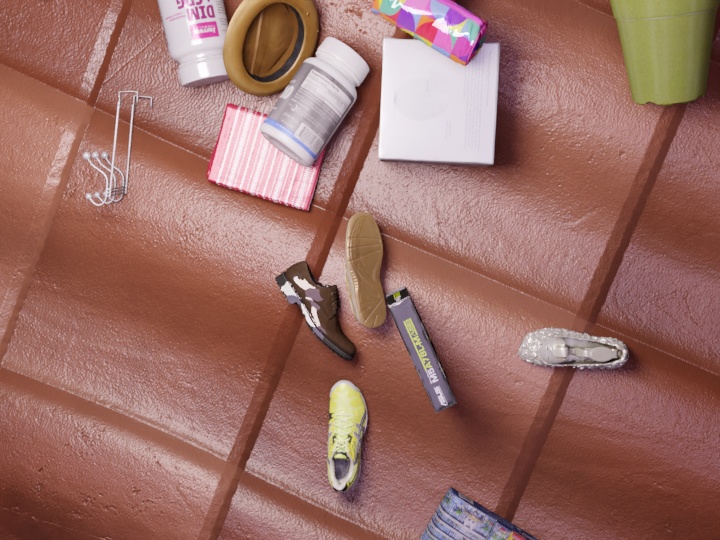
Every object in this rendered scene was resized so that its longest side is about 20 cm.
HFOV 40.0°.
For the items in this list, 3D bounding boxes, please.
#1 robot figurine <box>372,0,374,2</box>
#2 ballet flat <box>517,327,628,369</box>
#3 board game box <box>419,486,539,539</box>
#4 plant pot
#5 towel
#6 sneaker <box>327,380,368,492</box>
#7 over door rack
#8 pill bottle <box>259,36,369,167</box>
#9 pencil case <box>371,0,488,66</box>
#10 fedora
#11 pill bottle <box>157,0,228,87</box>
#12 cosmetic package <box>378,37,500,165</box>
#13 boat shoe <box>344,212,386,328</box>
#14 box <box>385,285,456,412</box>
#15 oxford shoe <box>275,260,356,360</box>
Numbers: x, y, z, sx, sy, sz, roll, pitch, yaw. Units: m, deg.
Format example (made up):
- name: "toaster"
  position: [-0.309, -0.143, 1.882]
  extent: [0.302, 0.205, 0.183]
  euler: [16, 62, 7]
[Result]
- name: "robot figurine"
  position: [0.108, -0.513, 1.682]
  extent: [0.200, 0.144, 0.116]
  euler: [-47, 126, 6]
- name: "ballet flat"
  position: [0.380, 0.140, 1.750]
  extent: [0.196, 0.072, 0.073]
  euler: [2, 95, 3]
- name: "board game box"
  position: [0.199, 0.535, 1.795]
  extent: [0.198, 0.062, 0.202]
  euler: [29, 95, 0]
- name: "plant pot"
  position: [0.513, -0.382, 1.653]
  extent: [0.196, 0.200, 0.194]
  euler: [-7, 108, 3]
- name: "towel"
  position: [-0.167, -0.203, 1.769]
  extent: [0.196, 0.022, 0.147]
  euler: [17, 94, -1]
- name: "sneaker"
  position: [-0.024, 0.301, 1.778]
  extent: [0.074, 0.076, 0.204]
  euler: [-2, 94, 5]
- name: "over door rack"
  position: [-0.428, -0.218, 1.719]
  extent: [0.065, 0.148, 0.204]
  euler: [18, 96, -4]
- name: "pill bottle"
  position: [-0.076, -0.292, 1.703]
  extent: [0.113, 0.114, 0.202]
  euler: [34, 85, -1]
- name: "pencil case"
  position: [0.110, -0.411, 1.591]
  extent: [0.198, 0.088, 0.089]
  euler: [31, 96, 4]
- name: "fedora"
  position: [-0.166, -0.406, 1.705]
  extent: [0.202, 0.200, 0.082]
  euler: [-52, 47, 5]
- name: "pill bottle"
  position: [-0.286, -0.428, 1.709]
  extent: [0.111, 0.113, 0.204]
  euler: [-12, 95, 4]
- name: "cosmetic package"
  position: [0.133, -0.285, 1.696]
  extent: [0.196, 0.123, 0.204]
  euler: [3, 94, 3]
- name: "boat shoe"
  position: [0.000, 0.000, 1.753]
  extent: [0.072, 0.069, 0.204]
  euler: [-4, 90, -21]
- name: "box"
  position: [0.102, 0.129, 1.696]
  extent: [0.047, 0.200, 0.196]
  euler: [-22, 94, 2]
- name: "oxford shoe"
  position: [-0.063, 0.070, 1.762]
  extent: [0.084, 0.073, 0.201]
  euler: [-36, 92, 3]
